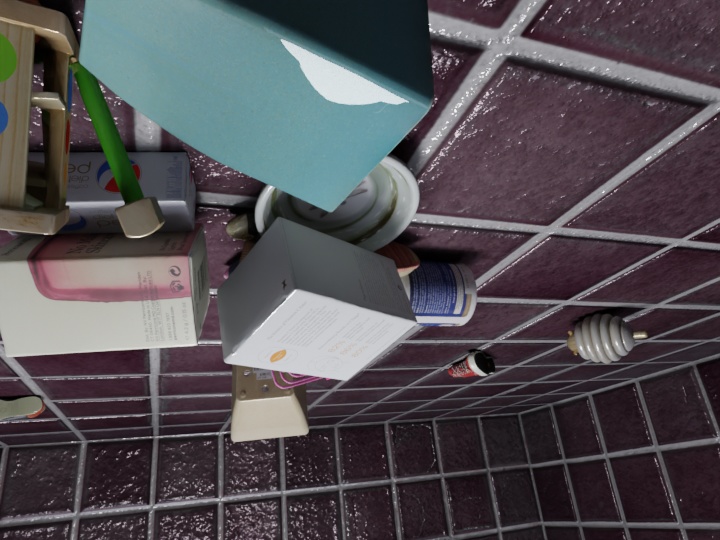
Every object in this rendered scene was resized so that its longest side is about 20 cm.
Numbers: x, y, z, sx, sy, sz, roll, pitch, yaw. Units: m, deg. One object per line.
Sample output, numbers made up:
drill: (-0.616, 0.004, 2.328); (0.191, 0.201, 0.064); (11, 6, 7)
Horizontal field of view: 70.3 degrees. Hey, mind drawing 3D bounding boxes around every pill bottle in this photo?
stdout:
pill bottle: (0.088, 0.037, 0.871); (0.197, 0.113, 0.111); (3, 155, -22)

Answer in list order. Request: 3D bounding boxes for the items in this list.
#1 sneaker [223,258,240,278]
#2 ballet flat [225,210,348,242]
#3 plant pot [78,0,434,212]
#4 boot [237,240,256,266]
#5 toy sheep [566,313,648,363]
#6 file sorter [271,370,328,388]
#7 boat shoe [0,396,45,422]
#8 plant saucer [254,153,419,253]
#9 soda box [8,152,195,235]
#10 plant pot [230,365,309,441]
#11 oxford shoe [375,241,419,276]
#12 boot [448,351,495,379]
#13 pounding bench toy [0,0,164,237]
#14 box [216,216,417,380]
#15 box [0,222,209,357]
sneaker: (-0.154, 0.073, 0.826); (0.081, 0.203, 0.070); (-12, -166, 38)
ballet flat: (-0.080, -0.050, 0.691); (0.196, 0.058, 0.066); (1, 164, -16)
plant pot: (-0.072, -0.161, 0.351); (0.197, 0.143, 0.141); (16, 149, -28)
boot: (-0.108, 0.050, 0.765); (0.076, 0.158, 0.199); (6, 175, 35)
toy sheep: (0.623, 0.171, 1.302); (0.198, 0.140, 0.137); (-22, 153, 39)
file sorter: (-0.094, 0.129, 0.960); (0.124, 0.141, 0.200); (-11, 161, -30)
boat shoe: (-1.006, 0.393, 1.445); (0.197, 0.072, 0.063); (-1, 159, -24)
plant saucer: (-0.030, -0.085, 0.616); (0.197, 0.051, 0.201); (-10, 148, -6)
soda box: (-0.286, -0.083, 0.557); (0.196, 0.065, 0.068); (-2, 156, -10)
plant pot: (-0.233, 0.291, 1.279); (0.196, 0.203, 0.178); (-3, 146, -8)
oxford shoe: (0.000, 0.000, 0.775); (0.197, 0.071, 0.074); (-5, 136, -30)
boot: (0.329, 0.305, 1.603); (0.142, 0.074, 0.199); (-16, 158, 24)
pounding bench toy: (-0.239, -0.113, 0.370); (0.197, 0.159, 0.124); (6, -174, -26)
box: (-0.056, 0.046, 0.649); (0.198, 0.107, 0.152); (19, 130, -40)
box: (-0.281, 0.015, 0.583); (0.196, 0.111, 0.128); (-2, -159, -10)
